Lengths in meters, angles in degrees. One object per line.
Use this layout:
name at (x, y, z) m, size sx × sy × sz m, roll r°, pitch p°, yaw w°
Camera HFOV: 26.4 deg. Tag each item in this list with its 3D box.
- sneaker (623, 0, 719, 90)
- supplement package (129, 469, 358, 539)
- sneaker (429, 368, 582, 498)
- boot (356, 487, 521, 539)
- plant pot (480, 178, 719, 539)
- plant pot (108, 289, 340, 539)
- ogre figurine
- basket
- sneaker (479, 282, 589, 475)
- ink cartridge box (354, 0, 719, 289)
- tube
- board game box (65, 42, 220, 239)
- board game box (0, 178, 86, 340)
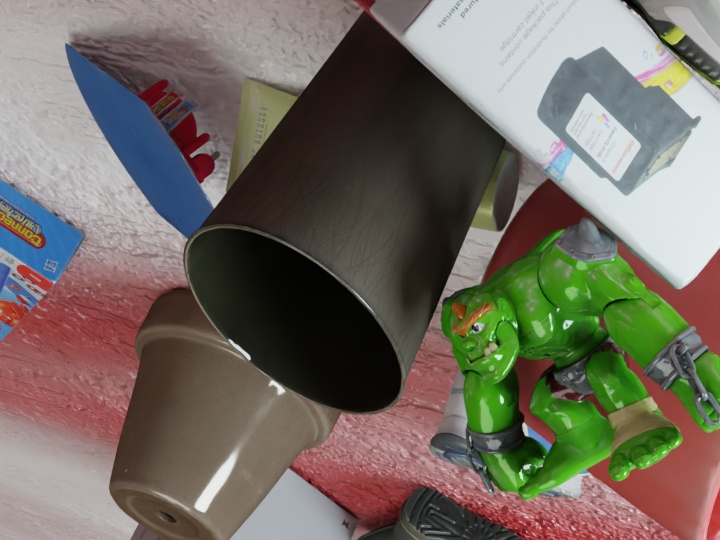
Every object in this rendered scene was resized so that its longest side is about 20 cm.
sneaker at (0.137, -0.167, 0.729) m, size 0.200 × 0.077 × 0.075 m, roll 42°, pitch -169°, yaw 2°
supplement package at (-0.143, 0.313, 1.622) m, size 0.147 × 0.193 × 0.199 m, roll 40°, pitch 149°, yaw -25°
sneaker at (0.128, 0.127, 1.211) m, size 0.074 × 0.088 × 0.200 m, roll 4°, pitch 163°, yaw 32°
boot at (0.084, 0.303, 1.538) m, size 0.181 × 0.073 × 0.201 m, roll 39°, pitch 146°, yaw 7°
plant pot at (0.170, 0.041, 0.922) m, size 0.176 × 0.201 × 0.201 m, roll 25°, pitch 153°, yaw 22°
plant pot at (-0.132, 0.145, 1.355) m, size 0.198 × 0.176 × 0.201 m, roll 20°, pitch 152°, yaw 11°
ogre figurine at (0.105, 0.048, 0.804) m, size 0.121 × 0.097 × 0.200 m, roll 60°, pitch 165°, yaw 2°
basket at (0.006, -0.049, 0.879) m, size 0.134 × 0.201 × 0.181 m, roll 19°, pitch 153°, yaw 20°
sneaker at (0.160, 0.089, 1.108) m, size 0.110 × 0.077 × 0.201 m, roll 11°, pitch 143°, yaw 45°
ink cartridge box at (0.099, -0.099, 0.779) m, size 0.199 × 0.083 × 0.146 m, roll 39°, pitch -173°, yaw -22°
tube at (0.004, -0.069, 1.002) m, size 0.198 × 0.058 × 0.052 m, roll 14°, pitch 146°, yaw 21°
board game box at (-0.134, -0.087, 1.084) m, size 0.200 × 0.039 × 0.159 m, roll 37°, pitch 158°, yaw 48°
board game box at (-0.369, -0.036, 1.382) m, size 0.199 × 0.056 × 0.196 m, roll 34°, pitch 151°, yaw -13°
